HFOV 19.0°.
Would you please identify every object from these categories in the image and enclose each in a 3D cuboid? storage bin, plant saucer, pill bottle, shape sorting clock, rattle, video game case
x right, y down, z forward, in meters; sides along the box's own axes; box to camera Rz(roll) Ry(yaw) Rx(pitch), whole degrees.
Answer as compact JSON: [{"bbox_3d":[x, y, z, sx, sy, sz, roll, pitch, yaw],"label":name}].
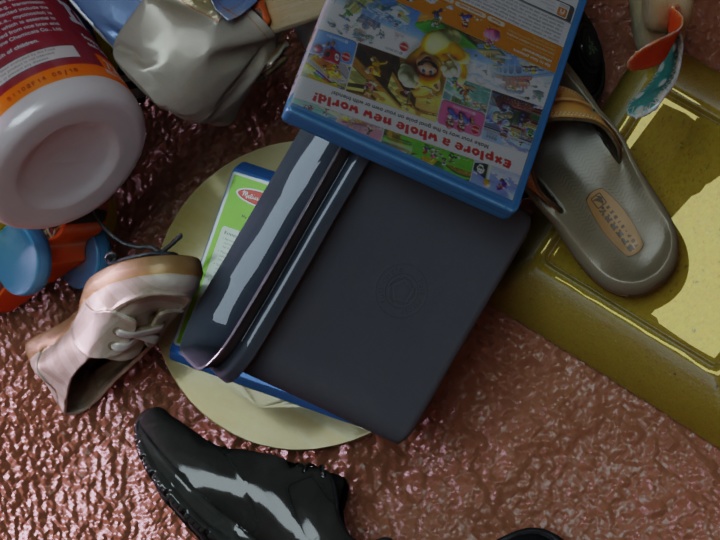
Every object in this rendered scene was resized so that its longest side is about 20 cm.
[{"bbox_3d":[0.000,0.000,1.295,0.134,0.145,0.201,32,88,-15],"label":"storage bin"},{"bbox_3d":[0.201,-0.022,1.307,0.199,0.048,0.201,32,87,22],"label":"plant saucer"},{"bbox_3d":[-0.223,-0.130,1.324,0.113,0.113,0.200,-39,59,5],"label":"pill bottle"},{"bbox_3d":[-0.035,0.015,1.377,0.198,0.039,0.202,-1,82,10],"label":"shape sorting clock"},{"bbox_3d":[0.220,-0.169,1.281,0.142,0.201,0.131,11,119,-8],"label":"rattle"},{"bbox_3d":[0.052,-0.145,1.234,0.142,0.018,0.201,24,67,-8],"label":"video game case"}]

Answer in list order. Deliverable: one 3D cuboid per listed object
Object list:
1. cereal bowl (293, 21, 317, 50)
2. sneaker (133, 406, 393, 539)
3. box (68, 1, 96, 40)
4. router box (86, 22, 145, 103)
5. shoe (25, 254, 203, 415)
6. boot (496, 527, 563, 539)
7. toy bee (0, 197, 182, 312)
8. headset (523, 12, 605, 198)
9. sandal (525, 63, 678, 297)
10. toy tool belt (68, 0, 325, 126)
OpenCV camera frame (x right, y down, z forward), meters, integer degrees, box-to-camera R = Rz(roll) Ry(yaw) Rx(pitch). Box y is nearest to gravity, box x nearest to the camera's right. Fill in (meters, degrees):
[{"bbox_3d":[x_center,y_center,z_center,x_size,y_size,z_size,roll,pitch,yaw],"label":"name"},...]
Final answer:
[{"bbox_3d":[0.025,-0.214,1.347,0.199,0.083,0.201,-28,42,29],"label":"cereal bowl"},{"bbox_3d":[-0.058,0.147,1.341,0.200,0.076,0.091,41,81,15],"label":"sneaker"},{"bbox_3d":[-0.246,-0.187,1.426,0.120,0.032,0.202,-17,92,26],"label":"box"},{"bbox_3d":[-0.230,-0.206,1.463,0.199,0.051,0.151,16,106,22],"label":"router box"},{"bbox_3d":[-0.151,0.040,1.354,0.200,0.069,0.054,-34,64,54],"label":"shoe"},{"bbox_3d":[0.031,0.215,1.234,0.200,0.168,0.077,-39,68,4],"label":"boot"},{"bbox_3d":[-0.194,-0.040,1.395,0.198,0.131,0.110,-13,84,24],"label":"toy bee"},{"bbox_3d":[0.108,-0.143,1.363,0.123,0.094,0.202,21,99,35],"label":"headset"},{"bbox_3d":[0.115,-0.069,1.265,0.080,0.054,0.200,-40,86,2],"label":"sandal"},{"bbox_3d":[-0.118,-0.194,1.327,0.123,0.125,0.200,-44,82,11],"label":"toy tool belt"}]
